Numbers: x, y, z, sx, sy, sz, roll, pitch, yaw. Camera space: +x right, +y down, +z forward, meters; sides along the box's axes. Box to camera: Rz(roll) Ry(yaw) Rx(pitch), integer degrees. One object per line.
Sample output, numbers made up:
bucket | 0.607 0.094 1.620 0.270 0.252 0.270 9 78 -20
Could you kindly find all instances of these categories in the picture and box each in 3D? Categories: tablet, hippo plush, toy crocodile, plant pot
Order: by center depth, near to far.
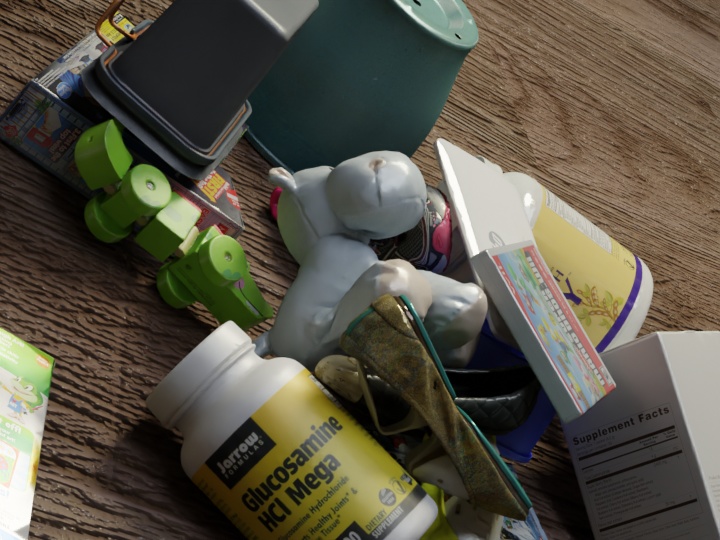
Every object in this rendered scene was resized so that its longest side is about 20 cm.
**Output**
hippo plush | 0.000 0.000 1.557 0.159 0.200 0.161 29 47 -50
toy crocodile | -0.143 -0.030 1.564 0.200 0.068 0.062 45 43 -14
tablet | 0.122 -0.011 1.703 0.130 0.014 0.200 28 37 -48
plant pot | 0.001 -0.194 1.898 0.200 0.188 0.200 33 27 -20

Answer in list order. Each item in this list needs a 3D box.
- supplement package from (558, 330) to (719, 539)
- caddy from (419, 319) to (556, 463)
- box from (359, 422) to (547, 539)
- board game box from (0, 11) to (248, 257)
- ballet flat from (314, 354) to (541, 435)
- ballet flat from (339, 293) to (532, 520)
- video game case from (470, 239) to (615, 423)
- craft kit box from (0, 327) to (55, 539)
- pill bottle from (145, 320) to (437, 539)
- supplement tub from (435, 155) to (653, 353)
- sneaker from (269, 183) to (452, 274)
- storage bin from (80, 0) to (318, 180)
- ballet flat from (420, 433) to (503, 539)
supplement package | 0.262 0.163 1.751 0.121 0.120 0.200 2 69 -53
caddy | 0.078 0.089 1.686 0.200 0.105 0.141 29 11 -43
box | 0.064 0.194 1.581 0.200 0.040 0.137 19 34 -40
board game box | -0.171 -0.098 1.657 0.200 0.062 0.200 42 26 -5
ballet flat | 0.048 0.080 1.500 0.200 0.057 0.066 10 26 -39
ballet flat | 0.048 0.107 1.432 0.200 0.071 0.071 58 20 -22
video game case | 0.146 0.044 1.605 0.143 0.017 0.200 60 14 5
craft kit box | -0.288 0.078 1.253 0.200 0.049 0.198 33 31 -22
pill bottle | -0.051 0.135 1.424 0.200 0.112 0.112 45 26 4
supplement tub | 0.151 0.001 1.870 0.200 0.145 0.145 35 27 -17
sneaker | 0.004 -0.038 1.736 0.075 0.081 0.200 -5 12 -39
storage bin | -0.121 -0.184 1.611 0.146 0.134 0.200 41 18 -6
ballet flat | 0.077 0.169 1.514 0.067 0.067 0.200 35 28 -19
